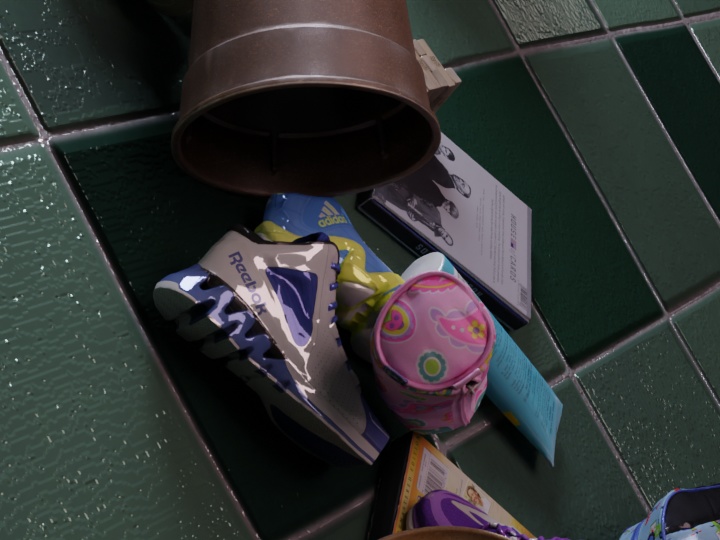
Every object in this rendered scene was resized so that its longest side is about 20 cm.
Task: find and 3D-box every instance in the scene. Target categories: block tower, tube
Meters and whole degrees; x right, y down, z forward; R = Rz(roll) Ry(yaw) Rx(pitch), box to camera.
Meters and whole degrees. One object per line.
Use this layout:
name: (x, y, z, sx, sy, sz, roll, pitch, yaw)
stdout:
block tower: (0.001, -0.148, 1.407, 0.199, 0.054, 0.058, -20, 71, -49)
tube: (0.109, 0.072, 1.386, 0.200, 0.050, 0.078, 48, 38, -22)

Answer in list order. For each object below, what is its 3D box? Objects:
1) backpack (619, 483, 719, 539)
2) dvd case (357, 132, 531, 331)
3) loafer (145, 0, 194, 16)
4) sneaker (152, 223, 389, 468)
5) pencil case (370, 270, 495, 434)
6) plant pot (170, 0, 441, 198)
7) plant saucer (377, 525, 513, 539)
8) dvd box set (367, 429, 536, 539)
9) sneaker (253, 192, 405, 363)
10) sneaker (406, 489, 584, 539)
backpack: (0.284, 0.272, 1.373, 0.199, 0.134, 0.184, 5, 59, -51)
dvd case: (0.080, -0.056, 1.484, 0.199, 0.025, 0.151, 38, 37, -27)
loafer: (-0.185, -0.280, 1.267, 0.200, 0.076, 0.068, 45, -5, -19)
sneaker: (-0.039, 0.039, 1.162, 0.199, 0.080, 0.116, 45, 66, -16)
pencil case: (0.052, 0.064, 1.164, 0.200, 0.087, 0.088, 85, -19, -77)
plant pot: (-0.044, -0.182, 1.237, 0.199, 0.199, 0.201, 18, 61, -43)
plant saucer: (0.051, 0.257, 1.080, 0.202, 0.197, 0.036, -80, 166, -46)
dvd box set: (0.085, 0.234, 1.242, 0.200, 0.029, 0.147, 42, 37, -23)
sneaker: (0.000, 0.000, 1.288, 0.199, 0.075, 0.106, 32, 40, -31)
sneaker: (0.123, 0.206, 1.157, 0.199, 0.084, 0.080, 31, 35, 23)
